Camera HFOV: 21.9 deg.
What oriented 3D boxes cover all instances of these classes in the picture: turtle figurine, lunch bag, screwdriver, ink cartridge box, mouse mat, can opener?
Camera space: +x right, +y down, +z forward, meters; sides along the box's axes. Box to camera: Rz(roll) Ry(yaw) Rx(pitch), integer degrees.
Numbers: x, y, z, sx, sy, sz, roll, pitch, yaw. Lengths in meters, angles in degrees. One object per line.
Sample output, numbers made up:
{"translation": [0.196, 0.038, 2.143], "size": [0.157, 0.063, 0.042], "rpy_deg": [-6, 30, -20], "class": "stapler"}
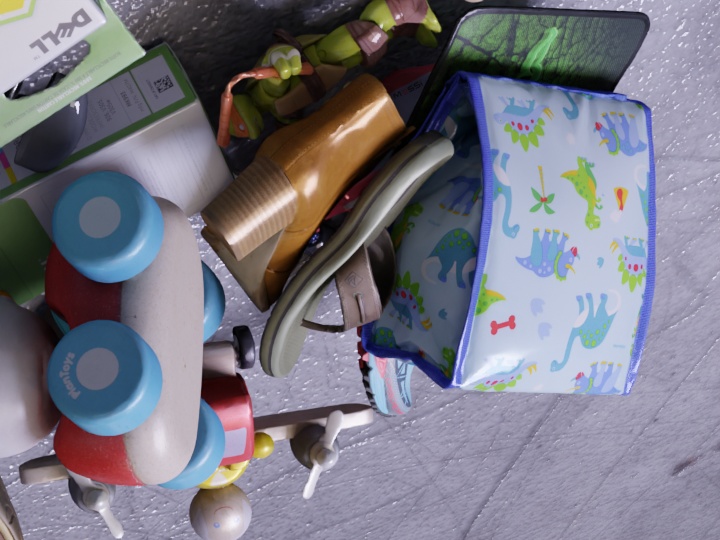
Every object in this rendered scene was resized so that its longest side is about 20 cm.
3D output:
{"translation": [-0.030, -0.126, 1.197], "size": [0.161, 0.064, 0.200], "rpy_deg": [-32, 164, -5], "class": "turtle figurine"}
{"translation": [0.107, -0.026, 1.233], "size": [0.170, 0.127, 0.200], "rpy_deg": [3, 103, -40], "class": "lunch bag"}
{"translation": [-0.055, -0.037, 1.321], "size": [0.200, 0.028, 0.029], "rpy_deg": [30, 84, -57], "class": "screwdriver"}
{"translation": [-0.186, -0.051, 1.169], "size": [0.200, 0.059, 0.104], "rpy_deg": [-28, 148, -6], "class": "ink cartridge box"}
{"translation": [0.095, -0.095, 1.248], "size": [0.161, 0.008, 0.200], "rpy_deg": [-4, 137, -33], "class": "mouse mat"}
{"translation": [-0.164, -0.142, 1.060], "size": [0.067, 0.053, 0.200], "rpy_deg": [26, 123, -12], "class": "can opener"}
{"translation": [-0.203, -0.145, 0.962], "size": [0.104, 0.059, 0.200], "rpy_deg": [-33, 126, 5], "class": "ink cartridge box"}

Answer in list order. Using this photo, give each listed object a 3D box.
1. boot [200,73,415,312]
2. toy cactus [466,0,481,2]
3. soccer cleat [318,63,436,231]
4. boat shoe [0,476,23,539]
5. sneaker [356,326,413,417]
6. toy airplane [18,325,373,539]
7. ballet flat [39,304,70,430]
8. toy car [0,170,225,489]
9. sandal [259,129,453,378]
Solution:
{"translation": [-0.029, -0.049, 1.186], "size": [0.144, 0.071, 0.201], "rpy_deg": [-38, 171, -8], "class": "boot"}
{"translation": [0.025, -0.213, 1.097], "size": [0.200, 0.102, 0.165], "rpy_deg": [-34, 144, 17], "class": "toy cactus"}
{"translation": [0.015, -0.094, 1.274], "size": [0.200, 0.077, 0.067], "rpy_deg": [-30, 174, 3], "class": "soccer cleat"}
{"translation": [-0.294, 0.180, 1.378], "size": [0.068, 0.072, 0.200], "rpy_deg": [-20, 139, -8], "class": "boat shoe"}
{"translation": [0.046, 0.018, 1.352], "size": [0.095, 0.079, 0.200], "rpy_deg": [3, 112, -1], "class": "sneaker"}
{"translation": [-0.116, 0.129, 1.345], "size": [0.200, 0.141, 0.199], "rpy_deg": [-19, 168, 27], "class": "toy airplane"}
{"translation": [-0.191, 0.047, 1.290], "size": [0.073, 0.073, 0.200], "rpy_deg": [10, 128, -46], "class": "ballet flat"}
{"translation": [-0.199, 0.045, 1.129], "size": [0.200, 0.177, 0.184], "rpy_deg": [-4, 162, 9], "class": "toy car"}
{"translation": [0.000, 0.000, 1.173], "size": [0.201, 0.057, 0.080], "rpy_deg": [-51, 178, 26], "class": "sandal"}
